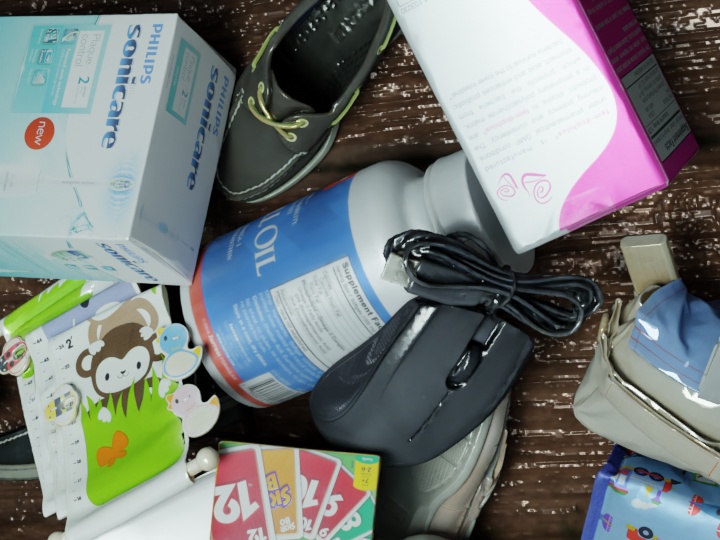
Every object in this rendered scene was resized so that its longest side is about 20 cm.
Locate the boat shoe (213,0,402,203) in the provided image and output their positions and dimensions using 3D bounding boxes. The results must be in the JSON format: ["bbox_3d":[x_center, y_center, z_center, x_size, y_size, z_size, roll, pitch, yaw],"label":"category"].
[{"bbox_3d":[-0.036,-0.117,1.246,0.072,0.061,0.201,40,115,6],"label":"boat shoe"}]

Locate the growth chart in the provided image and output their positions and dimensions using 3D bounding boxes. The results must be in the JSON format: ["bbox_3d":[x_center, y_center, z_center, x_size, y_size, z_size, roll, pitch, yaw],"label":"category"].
[{"bbox_3d":[-0.158,0.073,1.245,0.145,0.018,0.200,-38,50,16],"label":"growth chart"}]

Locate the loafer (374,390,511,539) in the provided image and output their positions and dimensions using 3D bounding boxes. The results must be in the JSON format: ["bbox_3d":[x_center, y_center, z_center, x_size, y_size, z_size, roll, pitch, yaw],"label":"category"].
[{"bbox_3d":[0.051,0.137,1.298,0.072,0.063,0.200,43,117,42],"label":"loafer"}]

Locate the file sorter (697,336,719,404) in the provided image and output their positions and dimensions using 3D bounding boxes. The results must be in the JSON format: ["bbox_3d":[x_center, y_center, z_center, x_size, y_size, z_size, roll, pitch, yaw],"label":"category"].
[{"bbox_3d":[0.273,-0.017,1.068,0.124,0.139,0.200,22,76,10],"label":"file sorter"}]

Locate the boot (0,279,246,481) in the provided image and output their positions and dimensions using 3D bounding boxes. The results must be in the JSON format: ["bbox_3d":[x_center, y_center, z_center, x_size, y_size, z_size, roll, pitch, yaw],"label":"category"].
[{"bbox_3d":[-0.183,0.052,1.351,0.203,0.073,0.154,-15,94,27],"label":"boot"}]

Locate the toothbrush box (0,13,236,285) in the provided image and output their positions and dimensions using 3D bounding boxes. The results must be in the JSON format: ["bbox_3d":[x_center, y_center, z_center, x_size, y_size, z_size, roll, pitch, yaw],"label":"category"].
[{"bbox_3d":[-0.192,-0.075,1.262,0.200,0.085,0.147,4,73,25],"label":"toothbrush box"}]

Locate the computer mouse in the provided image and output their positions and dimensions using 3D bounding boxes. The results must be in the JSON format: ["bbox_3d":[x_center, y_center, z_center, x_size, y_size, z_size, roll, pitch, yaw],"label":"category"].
[{"bbox_3d":[0.037,0.062,1.187,0.138,0.053,0.200,16,138,-24],"label":"computer mouse"}]

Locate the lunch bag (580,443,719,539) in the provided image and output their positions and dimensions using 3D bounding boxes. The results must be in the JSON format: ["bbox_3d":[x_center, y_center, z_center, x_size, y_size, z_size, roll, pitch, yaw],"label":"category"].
[{"bbox_3d":[0.204,0.201,1.247,0.150,0.094,0.200,20,124,13],"label":"lunch bag"}]

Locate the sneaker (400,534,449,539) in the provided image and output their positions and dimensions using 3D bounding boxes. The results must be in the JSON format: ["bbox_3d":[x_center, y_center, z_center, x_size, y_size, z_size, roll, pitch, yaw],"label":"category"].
[{"bbox_3d":[0.071,0.253,1.270,0.075,0.085,0.200,-29,118,-1],"label":"sneaker"}]

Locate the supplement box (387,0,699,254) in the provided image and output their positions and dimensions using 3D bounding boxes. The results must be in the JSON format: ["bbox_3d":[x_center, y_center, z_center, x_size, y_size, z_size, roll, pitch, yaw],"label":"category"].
[{"bbox_3d":[0.099,-0.126,1.169,0.101,0.103,0.200,-24,95,24],"label":"supplement box"}]

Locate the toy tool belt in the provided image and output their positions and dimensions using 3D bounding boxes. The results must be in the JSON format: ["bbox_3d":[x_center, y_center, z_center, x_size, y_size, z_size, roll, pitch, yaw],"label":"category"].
[{"bbox_3d":[0.229,0.060,1.165,0.200,0.125,0.123,21,120,14],"label":"toy tool belt"}]

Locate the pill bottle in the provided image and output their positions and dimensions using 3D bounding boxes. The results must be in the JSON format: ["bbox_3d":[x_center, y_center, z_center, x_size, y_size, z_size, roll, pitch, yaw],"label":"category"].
[{"bbox_3d":[0.000,0.000,1.240,0.200,0.112,0.112,-24,96,24],"label":"pill bottle"}]

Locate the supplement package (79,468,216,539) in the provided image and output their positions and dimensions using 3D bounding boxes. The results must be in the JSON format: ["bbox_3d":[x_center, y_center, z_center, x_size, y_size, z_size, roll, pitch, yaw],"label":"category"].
[{"bbox_3d":[-0.070,0.226,1.258,0.120,0.121,0.200,-25,83,3],"label":"supplement package"}]

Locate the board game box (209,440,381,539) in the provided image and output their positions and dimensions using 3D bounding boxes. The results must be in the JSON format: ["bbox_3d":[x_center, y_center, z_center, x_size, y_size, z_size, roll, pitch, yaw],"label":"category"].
[{"bbox_3d":[-0.044,0.202,1.186,0.095,0.030,0.200,5,86,3],"label":"board game box"}]
